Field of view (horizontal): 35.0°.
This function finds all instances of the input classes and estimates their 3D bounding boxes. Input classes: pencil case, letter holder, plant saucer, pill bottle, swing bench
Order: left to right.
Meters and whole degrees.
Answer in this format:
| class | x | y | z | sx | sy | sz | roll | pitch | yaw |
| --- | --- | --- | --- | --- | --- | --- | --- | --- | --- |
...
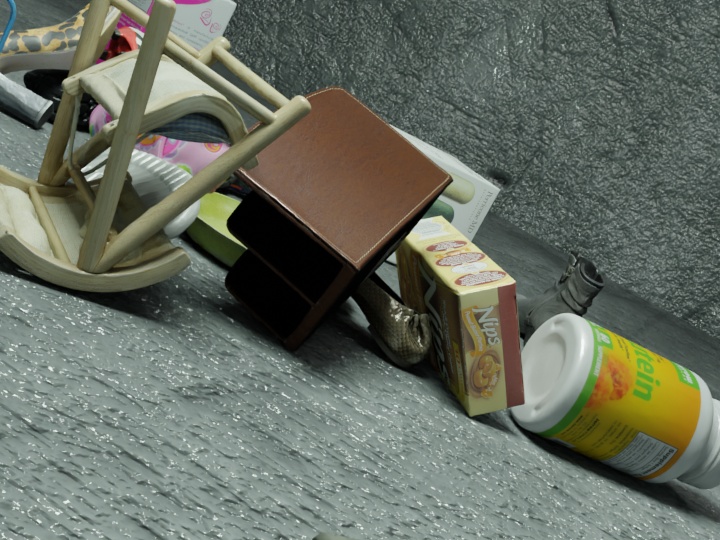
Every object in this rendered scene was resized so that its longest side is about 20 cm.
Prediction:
| class | x | y | z | sx | sy | sz | roll | pitch | yaw |
| --- | --- | --- | --- | --- | --- | --- | --- | --- | --- |
| swing bench | -0.170 | -0.097 | 0.824 | 0.130 | 0.200 | 0.199 | 33 | 7 | -32 |
| pencil case | -0.191 | -0.123 | 1.095 | 0.087 | 0.088 | 0.200 | 21 | -1 | -34 |
| plant saucer | -0.092 | -0.020 | 1.094 | 0.200 | 0.031 | 0.200 | 28 | 10 | -5 |
| letter holder | -0.038 | -0.054 | 0.935 | 0.142 | 0.101 | 0.200 | 41 | 35 | 3 |
| pill bottle | 0.246 | 0.126 | 1.036 | 0.200 | 0.111 | 0.111 | 25 | 11 | -18 |

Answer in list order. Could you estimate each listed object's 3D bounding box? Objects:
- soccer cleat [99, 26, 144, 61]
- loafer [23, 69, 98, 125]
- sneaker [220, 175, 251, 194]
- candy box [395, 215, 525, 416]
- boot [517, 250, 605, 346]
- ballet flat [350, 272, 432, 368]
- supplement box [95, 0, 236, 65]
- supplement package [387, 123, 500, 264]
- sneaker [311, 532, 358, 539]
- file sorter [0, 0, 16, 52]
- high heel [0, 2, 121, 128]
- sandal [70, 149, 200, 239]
| class | x | y | z | sx | sy | sz | roll | pitch | yaw |
| --- | --- | --- | --- | --- | --- | --- | --- | --- | --- |
| soccer cleat | -0.221 | -0.185 | 1.261 | 0.085 | 0.069 | 0.200 | -2 | 59 | -45 |
| loafer | -0.297 | -0.195 | 1.305 | 0.070 | 0.068 | 0.200 | 43 | 19 | 24 |
| sneaker | -0.147 | -0.130 | 1.381 | 0.200 | 0.075 | 0.078 | 20 | 10 | -47 |
| candy box | 0.085 | 0.035 | 1.034 | 0.055 | 0.116 | 0.200 | -12 | 21 | -10 |
| boot | 0.248 | 0.033 | 1.442 | 0.070 | 0.132 | 0.200 | 24 | 11 | -17 |
| ballet flat | 0.000 | 0.000 | 1.031 | 0.200 | 0.046 | 0.067 | 53 | 20 | 21 |
| supplement box | -0.254 | -0.273 | 1.429 | 0.101 | 0.200 | 0.103 | 21 | 12 | -35 |
| supplement package | 0.043 | -0.103 | 1.513 | 0.200 | 0.152 | 0.151 | 23 | 12 | -28 |
| sneaker | 0.040 | 0.165 | 0.400 | 0.114 | 0.076 | 0.199 | 19 | 7 | -15 |
| file sorter | -0.431 | -0.246 | 1.054 | 0.200 | 0.123 | 0.139 | 35 | 12 | 37 |
| high heel | -0.345 | -0.257 | 1.196 | 0.142 | 0.200 | 0.071 | 31 | -29 | -3 |
| sandal | -0.185 | -0.058 | 0.966 | 0.203 | 0.082 | 0.050 | 39 | -28 | 53 |
